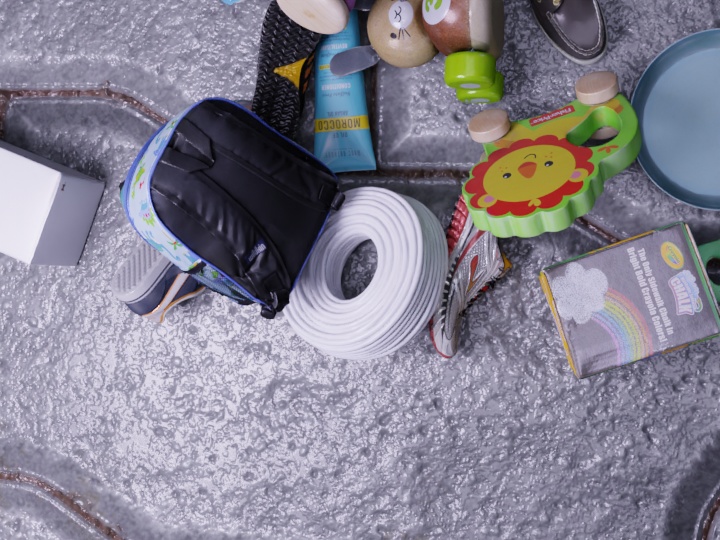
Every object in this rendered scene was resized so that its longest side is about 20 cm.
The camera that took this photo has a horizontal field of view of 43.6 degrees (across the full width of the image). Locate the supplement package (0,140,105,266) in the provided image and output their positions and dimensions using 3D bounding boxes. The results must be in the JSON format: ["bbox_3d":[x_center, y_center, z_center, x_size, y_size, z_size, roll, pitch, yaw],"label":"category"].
[{"bbox_3d":[-0.439,-0.094,1.102,0.199,0.117,0.118,22,92,10],"label":"supplement package"}]

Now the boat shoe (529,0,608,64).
[{"bbox_3d":[0.220,-0.328,1.018,0.071,0.061,0.202,-27,84,9],"label":"boat shoe"}]

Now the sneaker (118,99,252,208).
[{"bbox_3d":[-0.210,-0.144,1.084,0.200,0.072,0.080,-40,44,-10],"label":"sneaker"}]

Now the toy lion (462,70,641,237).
[{"bbox_3d":[0.203,-0.115,0.955,0.199,0.192,0.069,-19,128,9],"label":"toy lion"}]

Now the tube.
[{"bbox_3d":[-0.025,-0.217,1.070,0.077,0.050,0.202,-3,93,18],"label":"tube"}]

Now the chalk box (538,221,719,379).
[{"bbox_3d":[0.306,0.025,0.966,0.199,0.124,0.125,-18,85,8],"label":"chalk box"}]

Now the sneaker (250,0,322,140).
[{"bbox_3d":[-0.089,-0.243,1.055,0.069,0.090,0.202,12,95,-9],"label":"sneaker"}]

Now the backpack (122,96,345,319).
[{"bbox_3d":[-0.151,-0.075,0.978,0.200,0.147,0.184,37,69,-27],"label":"backpack"}]

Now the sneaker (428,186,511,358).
[{"bbox_3d":[0.127,0.004,1.021,0.082,0.078,0.201,16,94,5],"label":"sneaker"}]

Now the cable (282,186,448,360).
[{"bbox_3d":[0.000,0.000,1.011,0.199,0.069,0.201,22,86,39],"label":"cable"}]

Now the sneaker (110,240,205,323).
[{"bbox_3d":[-0.210,-0.027,1.086,0.078,0.080,0.200,23,67,42],"label":"sneaker"}]

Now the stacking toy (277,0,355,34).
[{"bbox_3d":[-0.015,-0.363,0.985,0.085,0.085,0.201,22,77,9],"label":"stacking toy"}]

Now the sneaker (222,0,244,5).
[{"bbox_3d":[-0.111,-0.406,1.074,0.076,0.081,0.200,39,115,7],"label":"sneaker"}]

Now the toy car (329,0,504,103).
[{"bbox_3d":[0.058,-0.278,1.002,0.198,0.158,0.166,2,90,15],"label":"toy car"}]

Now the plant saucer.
[{"bbox_3d":[0.399,-0.166,1.001,0.199,0.027,0.202,0,88,10],"label":"plant saucer"}]
